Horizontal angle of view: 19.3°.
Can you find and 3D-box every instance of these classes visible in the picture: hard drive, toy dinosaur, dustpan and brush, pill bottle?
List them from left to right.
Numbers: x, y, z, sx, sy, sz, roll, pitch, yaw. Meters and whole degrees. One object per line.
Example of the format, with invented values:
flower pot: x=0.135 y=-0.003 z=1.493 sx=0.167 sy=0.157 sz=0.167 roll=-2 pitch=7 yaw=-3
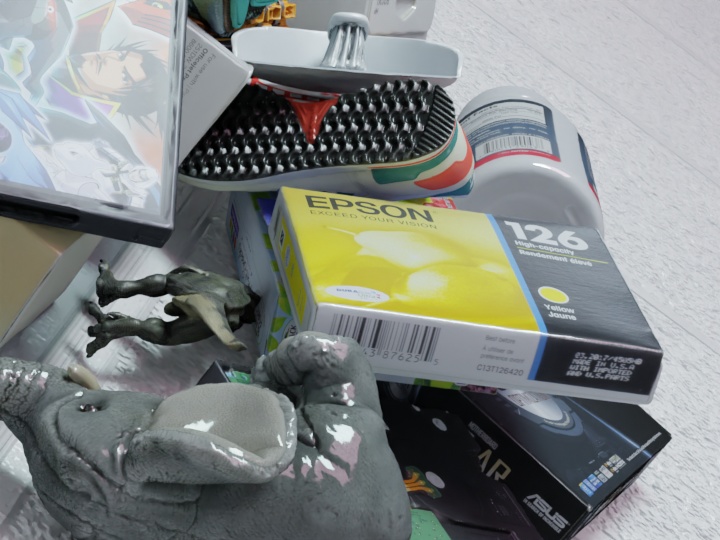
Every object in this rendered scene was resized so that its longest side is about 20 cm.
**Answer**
toy dinosaur: x=-0.100 y=0.021 z=1.132 sx=0.088 sy=0.048 sz=0.200 roll=1 pitch=4 yaw=0
dustpan and brush: x=-0.010 y=-0.140 z=1.338 sx=0.139 sy=0.057 sz=0.200 roll=4 pitch=-2 yaw=-2
hard drive: x=0.011 y=0.122 z=1.152 sx=0.200 sy=0.038 sz=0.140 roll=16 pitch=29 yaw=-46
pill bottle: x=0.117 y=-0.063 z=1.599 sx=0.120 sy=0.120 sz=0.200 roll=33 pitch=21 yaw=-13

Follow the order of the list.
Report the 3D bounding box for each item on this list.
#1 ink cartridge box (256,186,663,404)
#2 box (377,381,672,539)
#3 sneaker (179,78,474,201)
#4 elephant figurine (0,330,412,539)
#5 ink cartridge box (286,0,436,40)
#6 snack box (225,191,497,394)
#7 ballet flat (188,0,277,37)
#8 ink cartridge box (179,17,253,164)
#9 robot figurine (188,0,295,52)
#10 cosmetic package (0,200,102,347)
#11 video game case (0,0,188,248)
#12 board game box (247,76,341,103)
ink cartridge box: x=0.051 y=-0.001 z=1.199 sx=0.197 sy=0.047 sz=0.200 roll=6 pitch=29 yaw=-15
box: x=0.104 y=0.090 z=1.362 sx=0.160 sy=0.044 sz=0.200 roll=42 pitch=22 yaw=12
sneaker: x=-0.025 y=-0.064 z=1.283 sx=0.093 sy=0.200 sz=0.070 roll=53 pitch=41 yaw=-54
elephant figurine: x=-0.085 y=0.099 z=0.958 sx=0.200 sy=0.155 sz=0.142 roll=1 pitch=84 yaw=-43
ink cartridge box: x=-0.055 y=-0.229 z=1.528 sx=0.200 sy=0.145 sz=0.147 roll=14 pitch=13 yaw=18
snack box: x=0.000 y=0.000 z=1.285 sx=0.142 sy=0.053 sz=0.200 roll=6 pitch=24 yaw=-14
ballet flat: x=-0.090 y=-0.176 z=1.255 sx=0.074 sy=0.074 sz=0.200 roll=38 pitch=7 yaw=2
ink cartridge box: x=-0.174 y=-0.151 z=1.211 sx=0.200 sy=0.084 sz=0.145 roll=37 pitch=2 yaw=-22
robot figurine: x=-0.133 y=-0.172 z=1.407 sx=0.200 sy=0.058 sz=0.145 roll=12 pitch=14 yaw=18
cosmetic package: x=-0.231 y=-0.057 z=1.085 sx=0.200 sy=0.071 sz=0.105 roll=37 pitch=21 yaw=-1
video game case: x=-0.176 y=-0.119 z=1.061 sx=0.181 sy=0.026 sz=0.200 roll=12 pitch=59 yaw=-19
board game box: x=-0.024 y=-0.101 z=1.418 sx=0.151 sy=0.046 sz=0.200 roll=9 pitch=12 yaw=-4
